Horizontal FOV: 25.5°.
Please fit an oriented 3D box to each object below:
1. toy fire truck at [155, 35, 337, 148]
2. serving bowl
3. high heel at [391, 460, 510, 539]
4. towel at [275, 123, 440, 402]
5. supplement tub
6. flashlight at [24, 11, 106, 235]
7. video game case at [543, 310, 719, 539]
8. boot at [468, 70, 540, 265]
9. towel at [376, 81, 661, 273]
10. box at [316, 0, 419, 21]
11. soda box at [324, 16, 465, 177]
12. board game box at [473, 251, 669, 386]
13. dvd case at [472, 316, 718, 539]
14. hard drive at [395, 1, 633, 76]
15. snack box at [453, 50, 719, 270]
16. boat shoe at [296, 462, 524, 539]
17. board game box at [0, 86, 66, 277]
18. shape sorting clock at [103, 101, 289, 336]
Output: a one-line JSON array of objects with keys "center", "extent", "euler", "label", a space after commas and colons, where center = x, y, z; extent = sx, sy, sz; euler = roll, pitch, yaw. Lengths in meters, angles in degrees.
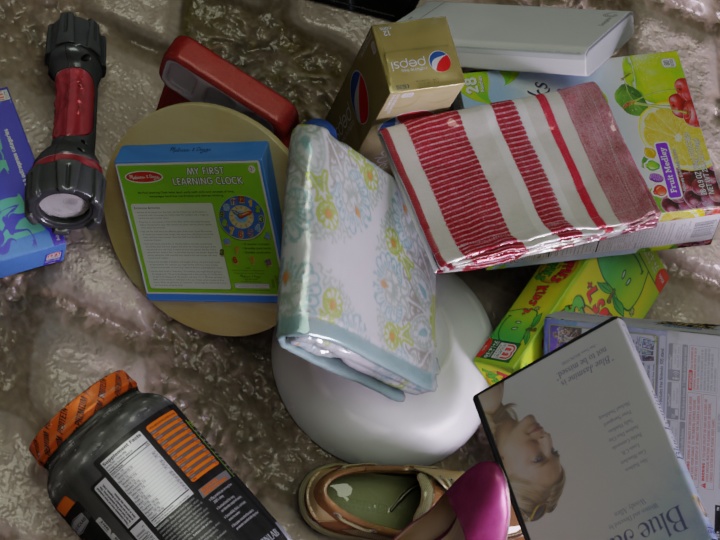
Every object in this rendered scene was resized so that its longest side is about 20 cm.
[{"center": [-0.087, -0.097, 1.325], "extent": [0.200, 0.168, 0.112], "euler": [34, 64, 0], "label": "toy fire truck"}, {"center": [0.029, 0.066, 1.347], "extent": [0.200, 0.066, 0.200], "euler": [6, 67, -14], "label": "serving bowl"}, {"center": [0.048, 0.215, 1.221], "extent": [0.096, 0.200, 0.067], "euler": [-5, 48, -23], "label": "high heel"}, {"center": [0.000, 0.000, 1.244], "extent": [0.048, 0.200, 0.171], "euler": [-12, 66, 28], "label": "towel"}, {"center": [-0.155, 0.181, 1.220], "extent": [0.123, 0.123, 0.200], "euler": [-39, 82, -25], "label": "supplement tub"}, {"center": [-0.243, -0.127, 1.322], "extent": [0.068, 0.068, 0.200], "euler": [22, 49, -34], "label": "flashlight"}, {"center": [0.236, 0.139, 1.281], "extent": [0.045, 0.181, 0.200], "euler": [-12, 105, -59], "label": "video game case"}, {"center": [0.162, -0.098, 1.450], "extent": [0.075, 0.074, 0.200], "euler": [-8, 68, -27], "label": "boot"}, {"center": [0.129, -0.079, 1.283], "extent": [0.200, 0.023, 0.144], "euler": [-13, 62, -17], "label": "towel"}, {"center": [-0.025, -0.321, 1.434], "extent": [0.200, 0.164, 0.086], "euler": [13, 65, -10], "label": "box"}, {"center": [0.023, -0.138, 1.352], "extent": [0.068, 0.200, 0.064], "euler": [-10, 72, -18], "label": "soda box"}, {"center": [0.187, 0.041, 1.381], "extent": [0.200, 0.048, 0.102], "euler": [-53, 128, -26], "label": "board game box"}, {"center": [0.178, 0.154, 1.237], "extent": [0.018, 0.143, 0.200], "euler": [25, 40, -54], "label": "dvd case"}, {"center": [0.128, -0.209, 1.417], "extent": [0.200, 0.027, 0.132], "euler": [8, 27, 25], "label": "hard drive"}, {"center": [0.191, -0.096, 1.361], "extent": [0.200, 0.068, 0.169], "euler": [-8, 59, -4], "label": "snack box"}, {"center": [0.051, 0.194, 1.293], "extent": [0.200, 0.074, 0.076], "euler": [4, 75, -12], "label": "boat shoe"}, {"center": [-0.362, -0.054, 1.302], "extent": [0.200, 0.045, 0.152], "euler": [-18, 75, -20], "label": "board game box"}, {"center": [-0.121, -0.041, 1.292], "extent": [0.200, 0.200, 0.039], "euler": [39, 35, 3], "label": "shape sorting clock"}]
